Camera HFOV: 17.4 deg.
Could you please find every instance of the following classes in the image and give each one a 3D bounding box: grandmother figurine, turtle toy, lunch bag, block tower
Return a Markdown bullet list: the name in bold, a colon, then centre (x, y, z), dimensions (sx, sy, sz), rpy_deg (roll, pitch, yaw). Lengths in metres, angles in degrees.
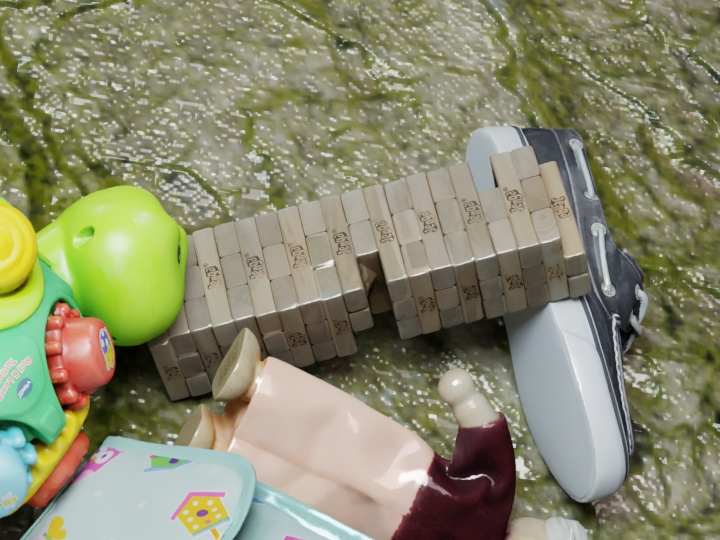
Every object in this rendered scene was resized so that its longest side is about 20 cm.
- **grandmother figurine**: centre (0.022, 0.098, 1.038), dimensions (0.199, 0.122, 0.061), rpy_deg (30, 21, -10)
- **turtle toy**: centre (-0.150, 0.038, 0.984), dimensions (0.101, 0.146, 0.201), rpy_deg (37, 65, -8)
- **lunch bag**: centre (-0.069, 0.171, 0.946), dimensions (0.199, 0.122, 0.171), rpy_deg (31, 57, 10)
- **block tower**: centre (0.000, 0.000, 1.064), dimensions (0.198, 0.054, 0.058), rpy_deg (-16, 57, 0)

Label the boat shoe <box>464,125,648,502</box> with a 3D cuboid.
- **boat shoe**: centre (0.105, 0.016, 1.120), dimensions (0.067, 0.072, 0.201), rpy_deg (-4, 55, -16)
